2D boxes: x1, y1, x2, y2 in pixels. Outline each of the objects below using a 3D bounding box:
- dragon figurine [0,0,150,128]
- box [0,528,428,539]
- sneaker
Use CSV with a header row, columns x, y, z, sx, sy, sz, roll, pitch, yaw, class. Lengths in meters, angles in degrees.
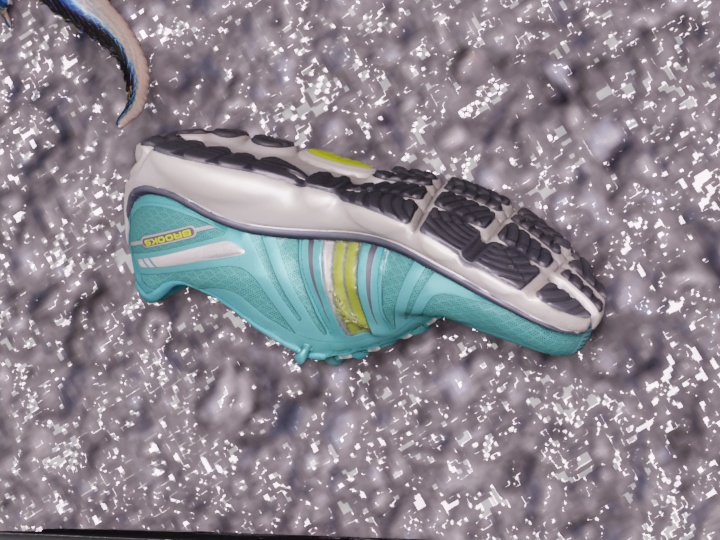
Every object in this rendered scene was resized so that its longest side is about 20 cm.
x,y,z,sx,sy,sz,roll,pitch,yaw,class
-0.143,-0.137,0.946,0.099,0.059,0.200,-18,80,13,dragon figurine
-0.058,0.199,0.862,0.148,0.124,0.200,0,84,16,box
0.000,0.000,0.901,0.200,0.078,0.080,15,109,21,sneaker
